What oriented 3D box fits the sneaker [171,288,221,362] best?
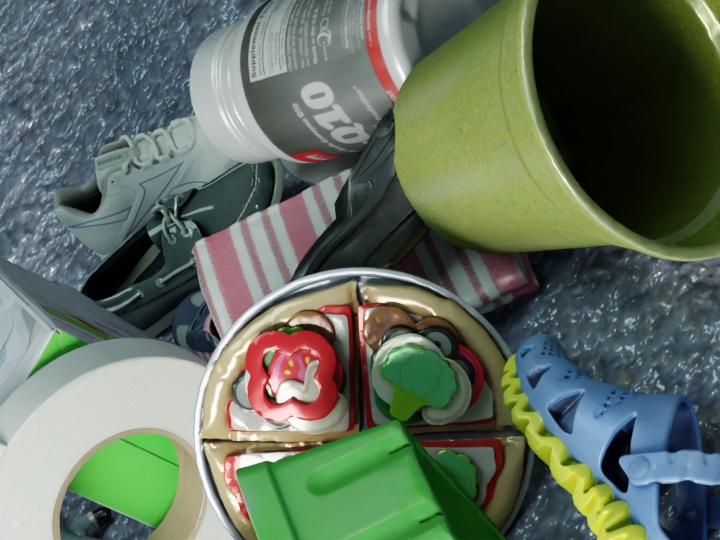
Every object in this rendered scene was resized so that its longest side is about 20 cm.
[{"bbox_3d":[-0.083,0.037,1.409,0.200,0.082,0.071,11,76,52],"label":"sneaker"}]

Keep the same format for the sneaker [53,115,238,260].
[{"bbox_3d":[-0.148,-0.071,1.553,0.200,0.087,0.075,-37,40,25],"label":"sneaker"}]

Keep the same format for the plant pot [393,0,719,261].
[{"bbox_3d":[0.119,-0.089,1.193,0.184,0.200,0.201,-17,53,56],"label":"plant pot"}]

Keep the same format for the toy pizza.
[{"bbox_3d":[0.001,0.098,1.194,0.200,0.200,0.032,-50,4,12],"label":"toy pizza"}]

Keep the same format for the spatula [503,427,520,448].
[{"bbox_3d":[0.067,0.041,1.284,0.057,0.020,0.200,-48,38,19],"label":"spatula"}]

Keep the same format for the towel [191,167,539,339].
[{"bbox_3d":[0.000,0.000,1.314,0.199,0.030,0.147,-24,48,3],"label":"towel"}]

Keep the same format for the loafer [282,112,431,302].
[{"bbox_3d":[0.000,0.004,1.248,0.201,0.072,0.073,-61,1,-11],"label":"loafer"}]

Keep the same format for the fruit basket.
[{"bbox_3d":[-0.013,0.196,1.123,0.216,0.215,0.156,-46,39,18],"label":"fruit basket"}]

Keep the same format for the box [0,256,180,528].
[{"bbox_3d":[-0.184,0.081,1.400,0.176,0.200,0.097,33,92,52],"label":"box"}]

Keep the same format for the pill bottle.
[{"bbox_3d":[-0.012,-0.133,1.355,0.199,0.114,0.115,-12,57,45],"label":"pill bottle"}]

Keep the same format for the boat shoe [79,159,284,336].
[{"bbox_3d":[-0.131,-0.019,1.505,0.200,0.062,0.073,-41,41,35],"label":"boat shoe"}]

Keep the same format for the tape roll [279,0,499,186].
[{"bbox_3d":[0.016,-0.143,1.453,0.202,0.037,0.204,-28,47,35],"label":"tape roll"}]

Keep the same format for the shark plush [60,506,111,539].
[{"bbox_3d":[-0.212,0.190,1.475,0.199,0.091,0.083,-19,22,47],"label":"shark plush"}]

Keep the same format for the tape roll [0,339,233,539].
[{"bbox_3d":[-0.151,0.142,1.302,0.037,0.202,0.203,30,90,52],"label":"tape roll"}]

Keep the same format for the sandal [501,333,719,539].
[{"bbox_3d":[0.148,0.098,1.116,0.087,0.079,0.200,-45,47,10],"label":"sandal"}]
